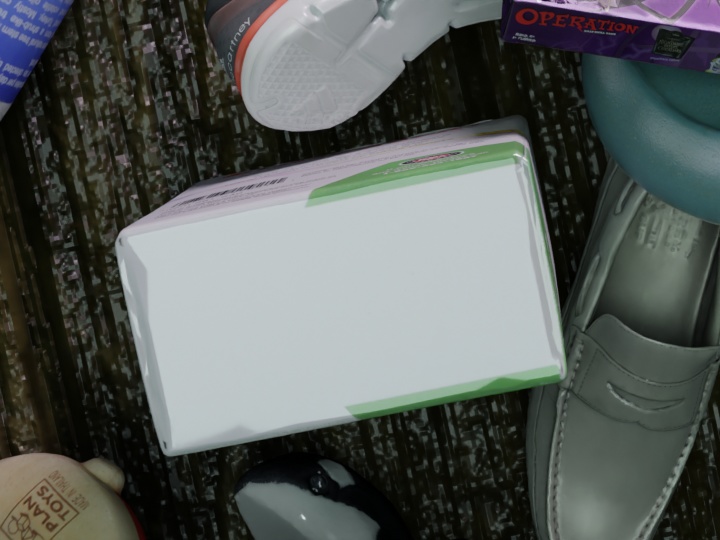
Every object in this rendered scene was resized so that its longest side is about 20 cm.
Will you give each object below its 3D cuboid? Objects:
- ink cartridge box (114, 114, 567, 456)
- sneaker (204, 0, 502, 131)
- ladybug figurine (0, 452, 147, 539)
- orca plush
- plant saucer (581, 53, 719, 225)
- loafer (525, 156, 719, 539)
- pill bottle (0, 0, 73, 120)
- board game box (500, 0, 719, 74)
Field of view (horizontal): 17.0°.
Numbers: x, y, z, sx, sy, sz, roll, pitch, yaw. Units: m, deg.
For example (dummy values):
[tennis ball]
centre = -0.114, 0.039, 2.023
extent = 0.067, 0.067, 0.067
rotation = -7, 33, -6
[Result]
[ink cartridge box]
centre = 0.000, 0.000, 0.906
extent = 0.145, 0.200, 0.084
rotation = -11, 96, 5
[sneaker]
centre = 0.022, -0.136, 0.957
extent = 0.200, 0.082, 0.077
rotation = -30, 134, -14
[ladybug figurine]
centre = -0.144, 0.163, 0.952
extent = 0.136, 0.072, 0.200
rotation = 40, 99, 37
[orca plush]
centre = 0.043, 0.136, 0.975
extent = 0.200, 0.105, 0.071
rotation = 36, 58, 18
[plant saucer]
centre = 0.176, -0.103, 0.906
extent = 0.200, 0.027, 0.200
rotation = -13, 53, 18
[loafer]
centre = 0.110, 0.031, 0.961
extent = 0.070, 0.070, 0.200
rotation = 9, 96, -5
[pill bottle]
centre = -0.170, -0.123, 0.954
extent = 0.112, 0.112, 0.200
rotation = 32, 95, 2
[board game box]
centre = 0.118, -0.162, 0.907
extent = 0.120, 0.032, 0.200
rotation = 10, 56, -7
